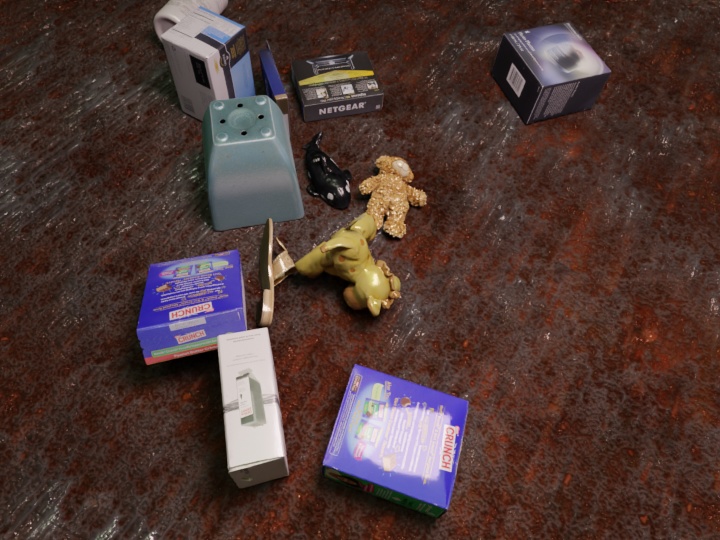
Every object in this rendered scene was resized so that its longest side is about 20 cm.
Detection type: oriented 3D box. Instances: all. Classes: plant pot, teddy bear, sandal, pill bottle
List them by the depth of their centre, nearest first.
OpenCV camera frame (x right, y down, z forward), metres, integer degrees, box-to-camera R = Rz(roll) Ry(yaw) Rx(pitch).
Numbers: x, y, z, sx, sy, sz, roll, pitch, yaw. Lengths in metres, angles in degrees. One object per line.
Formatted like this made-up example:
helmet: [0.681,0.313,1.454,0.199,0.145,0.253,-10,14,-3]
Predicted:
sandal: [-0.155,0.007,1.004,0.068,0.078,0.216,9,63,-21]
plant pot: [-0.225,-0.230,1.052,0.191,0.201,0.200,-10,60,-9]
teddy bear: [0.066,-0.162,1.108,0.143,0.067,0.201,29,62,10]
pill bottle: [-0.425,-0.654,1.337,0.112,0.115,0.202,20,60,9]

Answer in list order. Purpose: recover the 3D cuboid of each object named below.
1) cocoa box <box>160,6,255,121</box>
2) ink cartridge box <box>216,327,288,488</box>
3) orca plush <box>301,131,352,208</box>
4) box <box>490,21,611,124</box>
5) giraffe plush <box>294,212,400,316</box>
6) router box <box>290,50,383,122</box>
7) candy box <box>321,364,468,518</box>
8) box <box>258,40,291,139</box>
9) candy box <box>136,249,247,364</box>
cocoa box: [-0.329,-0.445,1.170,0.132,0.201,0.132,28,61,14]
ink cartridge box: [-0.167,0.216,0.824,0.081,0.148,0.203,-8,61,-10]
orca plush: [-0.071,-0.231,1.136,0.103,0.072,0.203,-7,60,-8]
box: [0.464,-0.492,1.297,0.195,0.124,0.203,-16,62,-14]
giraffe plush: [0.000,0.000,0.971,0.172,0.199,0.164,-37,97,-26]
router box: [-0.058,-0.450,1.276,0.196,0.053,0.160,-11,61,-10]
candy box: [0.057,0.269,0.839,0.196,0.078,0.171,17,59,7]
box: [-0.200,-0.415,1.207,0.032,0.122,0.203,-13,61,-11]
candy box: [-0.284,0.055,0.907,0.165,0.078,0.201,-10,31,-9]
